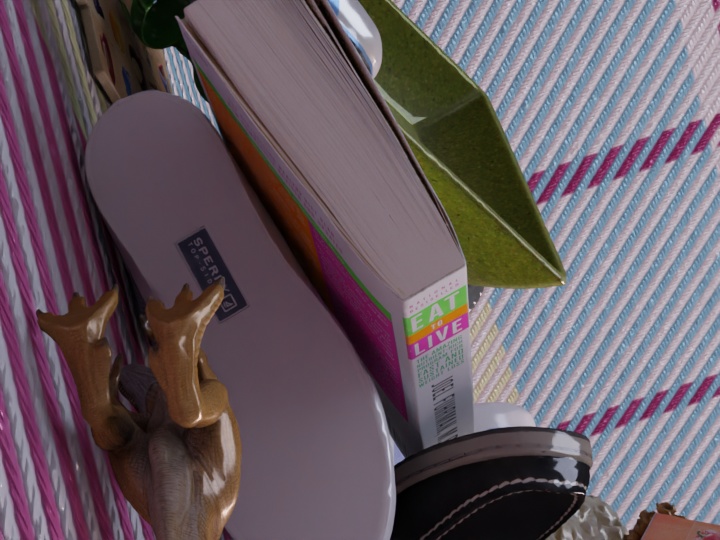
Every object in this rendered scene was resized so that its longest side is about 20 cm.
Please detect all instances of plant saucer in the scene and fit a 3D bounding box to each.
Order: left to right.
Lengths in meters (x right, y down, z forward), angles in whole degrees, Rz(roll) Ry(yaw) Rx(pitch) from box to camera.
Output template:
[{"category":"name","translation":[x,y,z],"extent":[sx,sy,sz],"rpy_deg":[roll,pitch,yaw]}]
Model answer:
[{"category":"plant saucer","translation":[-0.003,-0.085,0.926],"extent":[0.199,0.048,0.200],"rpy_deg":[41,17,-27]}]

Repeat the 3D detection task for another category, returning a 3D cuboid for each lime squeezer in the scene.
[{"category":"lime squeezer","translation":[-0.065,-0.102,0.931],"extent":[0.200,0.038,0.070],"rpy_deg":[43,-16,-32]}]

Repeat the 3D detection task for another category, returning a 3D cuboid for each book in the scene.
[{"category":"book","translation":[-0.004,-0.008,0.744],"extent":[0.134,0.048,0.200],"rpy_deg":[58,-9,21]}]

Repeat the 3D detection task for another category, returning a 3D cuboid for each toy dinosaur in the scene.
[{"category":"toy dinosaur","translation":[-0.053,0.062,0.596],"extent":[0.200,0.060,0.107],"rpy_deg":[-98,171,-65]}]

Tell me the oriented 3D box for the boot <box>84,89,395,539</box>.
[{"category":"boot","translation":[-0.039,0.031,0.753],"extent":[0.090,0.072,0.201],"rpy_deg":[71,-4,-72]}]

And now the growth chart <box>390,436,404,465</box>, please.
[{"category":"growth chart","translation":[-0.011,0.027,0.874],"extent":[0.144,0.018,0.201],"rpy_deg":[34,39,-30]}]

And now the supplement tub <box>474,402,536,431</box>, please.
[{"category":"supplement tub","translation":[0.076,0.199,1.295],"extent":[0.132,0.131,0.202],"rpy_deg":[61,13,-71]}]

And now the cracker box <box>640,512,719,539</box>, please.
[{"category":"cracker box","translation":[0.130,0.222,0.834],"extent":[0.134,0.057,0.201],"rpy_deg":[-49,140,-50]}]

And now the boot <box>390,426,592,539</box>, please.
[{"category":"boot","translation":[0.032,0.159,0.760],"extent":[0.200,0.073,0.152],"rpy_deg":[-43,-134,45]}]

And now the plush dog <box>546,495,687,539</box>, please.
[{"category":"plush dog","translation":[0.046,0.150,0.930],"extent":[0.160,0.170,0.202],"rpy_deg":[-45,-133,49]}]

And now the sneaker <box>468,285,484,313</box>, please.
[{"category":"sneaker","translation":[0.000,0.000,0.969],"extent":[0.200,0.073,0.083],"rpy_deg":[-37,117,-54]}]

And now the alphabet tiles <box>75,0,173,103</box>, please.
[{"category":"alphabet tiles","translation":[-0.116,-0.128,0.925],"extent":[0.200,0.006,0.168],"rpy_deg":[65,9,-64]}]

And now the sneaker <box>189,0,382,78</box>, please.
[{"category":"sneaker","translation":[-0.060,-0.149,0.773],"extent":[0.200,0.072,0.072],"rpy_deg":[45,-24,6]}]
